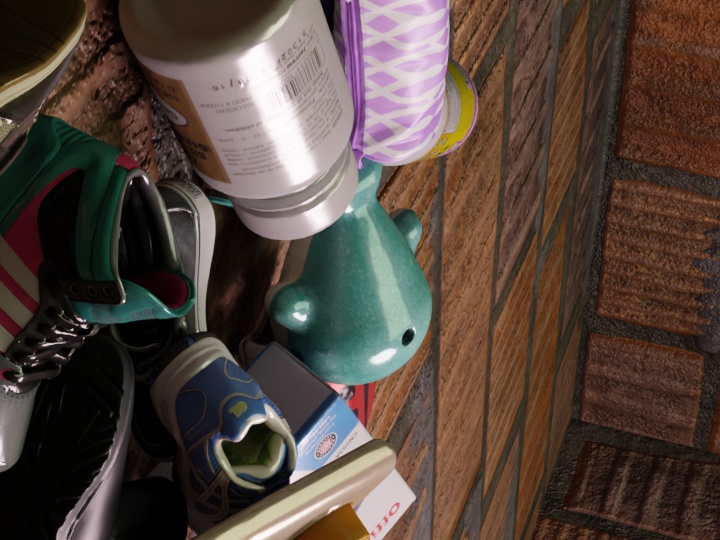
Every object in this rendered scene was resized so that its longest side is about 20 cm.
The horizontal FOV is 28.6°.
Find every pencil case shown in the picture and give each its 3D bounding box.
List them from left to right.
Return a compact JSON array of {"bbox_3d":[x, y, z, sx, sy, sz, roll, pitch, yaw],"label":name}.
[{"bbox_3d":[0.017,-0.162,0.950,0.086,0.084,0.201,-51,155,-29],"label":"pencil case"}]

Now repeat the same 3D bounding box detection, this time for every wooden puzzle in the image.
[{"bbox_3d":[-0.071,0.210,0.946,0.185,0.046,0.200,-23,156,-41],"label":"wooden puzzle"}]

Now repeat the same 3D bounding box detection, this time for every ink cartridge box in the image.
[{"bbox_3d":[-0.055,0.172,1.106,0.145,0.084,0.200,-48,145,-12],"label":"ink cartridge box"}]

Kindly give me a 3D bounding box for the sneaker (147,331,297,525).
[{"bbox_3d":[-0.079,0.127,0.921,0.076,0.077,0.200,-40,144,-16],"label":"sneaker"}]

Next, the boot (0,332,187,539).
[{"bbox_3d":[-0.160,0.135,0.868,0.168,0.076,0.201,12,97,-71],"label":"boot"}]

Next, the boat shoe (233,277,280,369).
[{"bbox_3d":[-0.071,0.073,1.170,0.069,0.073,0.201,39,70,-50],"label":"boat shoe"}]

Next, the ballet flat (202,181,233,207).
[{"bbox_3d":[-0.060,-0.071,1.092,0.200,0.068,0.068,21,79,-75],"label":"ballet flat"}]

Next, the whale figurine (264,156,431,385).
[{"bbox_3d":[0.000,0.000,1.074,0.159,0.104,0.201,-31,138,-34],"label":"whale figurine"}]

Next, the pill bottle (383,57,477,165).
[{"bbox_3d":[0.039,-0.151,1.307,0.200,0.104,0.105,-23,124,-71],"label":"pill bottle"}]

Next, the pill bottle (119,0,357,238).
[{"bbox_3d":[-0.066,-0.112,0.892,0.200,0.114,0.115,68,37,-54],"label":"pill bottle"}]

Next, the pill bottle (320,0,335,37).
[{"bbox_3d":[-0.022,-0.237,1.006,0.200,0.115,0.116,78,28,-55],"label":"pill bottle"}]

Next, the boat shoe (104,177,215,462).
[{"bbox_3d":[-0.134,0.043,0.909,0.068,0.071,0.201,-39,143,-56],"label":"boat shoe"}]

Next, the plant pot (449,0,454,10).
[{"bbox_3d":[0.019,-0.288,1.085,0.200,0.027,0.201,158,-90,-80],"label":"plant pot"}]

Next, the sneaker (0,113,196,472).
[{"bbox_3d":[-0.150,0.022,0.743,0.084,0.120,0.201,-27,128,-70],"label":"sneaker"}]

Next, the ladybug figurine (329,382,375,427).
[{"bbox_3d":[-0.027,0.095,1.319,0.136,0.071,0.201,-61,157,-47],"label":"ladybug figurine"}]

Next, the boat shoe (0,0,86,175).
[{"bbox_3d":[-0.191,-0.067,0.646,0.200,0.073,0.065,-57,165,-45],"label":"boat shoe"}]
